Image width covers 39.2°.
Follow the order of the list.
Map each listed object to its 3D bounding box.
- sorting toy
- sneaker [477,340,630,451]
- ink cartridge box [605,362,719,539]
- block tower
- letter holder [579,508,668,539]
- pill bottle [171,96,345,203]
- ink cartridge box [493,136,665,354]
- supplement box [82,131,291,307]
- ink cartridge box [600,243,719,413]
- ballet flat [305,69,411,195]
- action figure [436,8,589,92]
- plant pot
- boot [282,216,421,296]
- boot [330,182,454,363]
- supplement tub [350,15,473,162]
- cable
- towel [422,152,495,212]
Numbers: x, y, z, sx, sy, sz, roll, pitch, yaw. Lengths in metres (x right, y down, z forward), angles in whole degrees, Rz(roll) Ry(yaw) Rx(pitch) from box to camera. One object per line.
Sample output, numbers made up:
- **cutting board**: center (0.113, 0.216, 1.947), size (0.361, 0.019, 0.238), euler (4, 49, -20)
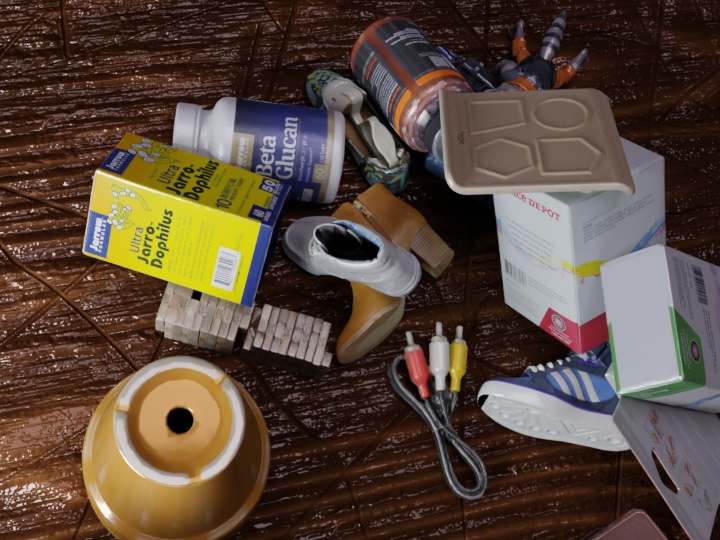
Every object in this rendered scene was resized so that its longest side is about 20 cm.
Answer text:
- **sorting toy**: center (0.185, -0.137, 1.095), size (0.197, 0.037, 0.186), euler (2, 42, 0)
- **sneaker**: center (0.241, 0.120, 1.192), size (0.197, 0.081, 0.148), euler (15, 57, -2)
- **ink cartridge box**: center (0.341, 0.188, 1.130), size (0.201, 0.044, 0.176), euler (55, 46, -13)
- **block tower**: center (-0.128, 0.067, 1.144), size (0.197, 0.054, 0.058), euler (18, 66, -5)
- **letter holder**: center (0.290, 0.377, 1.079), size (0.141, 0.101, 0.201), euler (-25, 75, -22)
- **pill bottle**: center (-0.123, -0.145, 1.202), size (0.197, 0.111, 0.113), euler (6, 66, -9)
- **ink cartridge box**: center (0.253, -0.043, 1.166), size (0.143, 0.202, 0.145), euler (-26, 36, -20)
- **supplement box**: center (-0.192, -0.058, 1.127), size (0.197, 0.111, 0.109), euler (17, 31, -2)
- **ink cartridge box**: center (0.358, 0.070, 1.102), size (0.198, 0.083, 0.147), euler (15, 64, -41)
- **ballet flat**: center (0.002, -0.188, 1.270), size (0.074, 0.074, 0.201), euler (-32, 77, -22)
- **action figure**: center (0.203, -0.269, 1.319), size (0.199, 0.105, 0.194), euler (34, 48, -3)
- **plant pot**: center (-0.182, 0.174, 1.016), size (0.197, 0.184, 0.203), euler (4, 67, -10)
- **boot**: center (-0.028, -0.033, 1.135), size (0.198, 0.095, 0.074), euler (17, 77, 36)
- **boot**: center (0.000, -0.001, 1.201), size (0.144, 0.071, 0.201), euler (39, 74, 20)
- **supplement tub**: center (0.072, -0.219, 1.243), size (0.106, 0.108, 0.201), euler (-18, 50, -18)
- **cable**: center (0.090, 0.161, 1.151), size (0.096, 0.050, 0.203), euler (-6, 68, -13)
- **towel**: center (0.182, -0.124, 1.292), size (0.199, 0.049, 0.112), euler (32, 65, 2)
